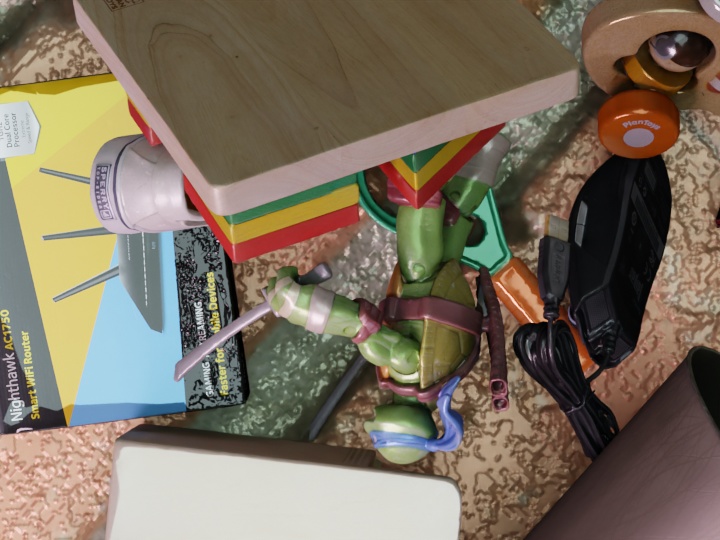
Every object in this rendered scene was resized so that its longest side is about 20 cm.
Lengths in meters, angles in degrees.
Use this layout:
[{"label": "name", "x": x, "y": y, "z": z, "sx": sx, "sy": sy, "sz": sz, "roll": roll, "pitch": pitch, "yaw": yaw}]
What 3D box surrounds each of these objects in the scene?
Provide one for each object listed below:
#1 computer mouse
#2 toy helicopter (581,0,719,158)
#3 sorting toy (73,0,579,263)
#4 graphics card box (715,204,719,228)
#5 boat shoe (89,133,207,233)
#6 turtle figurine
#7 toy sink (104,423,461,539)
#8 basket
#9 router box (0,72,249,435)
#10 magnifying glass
[{"label": "computer mouse", "x": 0.124, "y": -0.004, "z": 1.369, "sx": 0.046, "sy": 0.141, "sz": 0.201, "roll": 0, "pitch": 59, "yaw": 27}, {"label": "toy helicopter", "x": 0.223, "y": -0.131, "z": 1.348, "sx": 0.199, "sy": 0.133, "sz": 0.079, "roll": 1, "pitch": 56, "yaw": 2}, {"label": "sorting toy", "x": -0.019, "y": -0.097, "z": 1.245, "sx": 0.198, "sy": 0.200, "sz": 0.070, "roll": -19, "pitch": 131, "yaw": -17}, {"label": "graphics card box", "x": 0.293, "y": -0.109, "z": 1.426, "sx": 0.125, "sy": 0.051, "sz": 0.201, "roll": 14, "pitch": 90, "yaw": -1}, {"label": "boat shoe", "x": -0.059, "y": -0.062, "z": 1.342, "sx": 0.086, "sy": 0.202, "sz": 0.075, "roll": 1, "pitch": 99, "yaw": 30}, {"label": "turtle figurine", "x": 0.000, "y": 0.000, "z": 1.342, "sx": 0.144, "sy": 0.200, "sz": 0.195, "roll": 22, "pitch": 81, "yaw": -33}, {"label": "toy sink", "x": -0.044, "y": 0.166, "z": 1.397, "sx": 0.199, "sy": 0.112, "sz": 0.131, "roll": 5, "pitch": 92, "yaw": 3}, {"label": "basket", "x": 0.164, "y": 0.170, "z": 1.331, "sx": 0.200, "sy": 0.136, "sz": 0.181, "roll": -39, "pitch": 93, "yaw": 22}, {"label": "router box", "x": -0.150, "y": -0.013, "z": 1.417, "sx": 0.148, "sy": 0.051, "sz": 0.201, "roll": -8, "pitch": 92, "yaw": 0}, {"label": "magnifying glass", "x": 0.070, "y": -0.018, "z": 1.440, "sx": 0.080, "sy": 0.022, "sz": 0.200, "roll": -41, "pitch": 91, "yaw": 0}]
